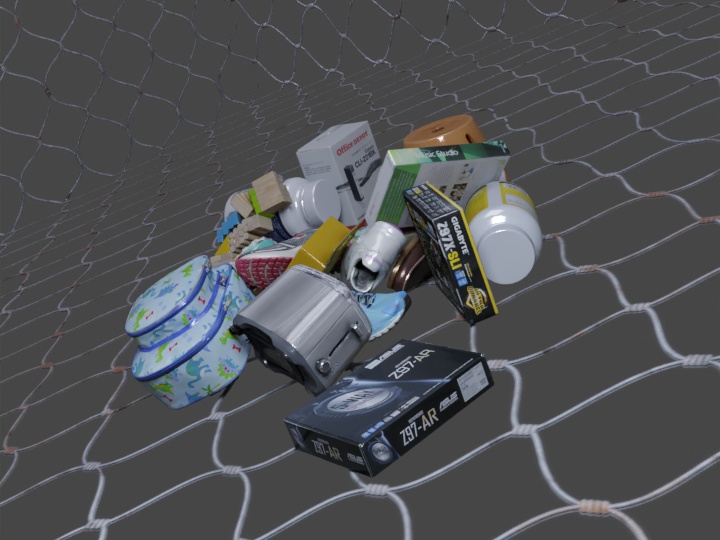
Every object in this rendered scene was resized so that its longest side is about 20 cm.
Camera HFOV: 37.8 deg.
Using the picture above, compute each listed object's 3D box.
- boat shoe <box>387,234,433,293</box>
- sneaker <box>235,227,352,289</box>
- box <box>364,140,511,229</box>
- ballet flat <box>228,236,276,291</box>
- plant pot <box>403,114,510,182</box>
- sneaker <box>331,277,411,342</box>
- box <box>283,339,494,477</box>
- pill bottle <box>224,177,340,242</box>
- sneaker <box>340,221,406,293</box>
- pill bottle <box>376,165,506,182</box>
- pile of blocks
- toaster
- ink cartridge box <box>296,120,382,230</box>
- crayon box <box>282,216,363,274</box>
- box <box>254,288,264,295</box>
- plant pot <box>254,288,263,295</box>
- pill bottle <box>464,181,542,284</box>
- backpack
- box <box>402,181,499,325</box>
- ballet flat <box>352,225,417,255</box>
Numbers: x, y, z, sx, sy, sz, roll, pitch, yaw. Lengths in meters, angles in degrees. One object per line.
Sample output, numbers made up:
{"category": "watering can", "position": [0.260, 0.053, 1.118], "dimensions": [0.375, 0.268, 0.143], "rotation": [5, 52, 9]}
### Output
{"category": "boat shoe", "position": [0.111, -0.024, 1.634], "dimensions": [0.070, 0.071, 0.200], "rotation": [29, 44, 13]}
{"category": "sneaker", "position": [-0.110, -0.025, 1.734], "dimensions": [0.199, 0.081, 0.075], "rotation": [-10, 50, -18]}
{"category": "box", "position": [0.116, -0.129, 1.599], "dimensions": [0.199, 0.145, 0.036], "rotation": [-8, 53, -25]}
{"category": "ballet flat", "position": [-0.207, 0.024, 1.749], "dimensions": [0.200, 0.076, 0.064], "rotation": [-43, 5, -25]}
{"category": "plant pot", "position": [0.165, -0.201, 1.969], "dimensions": [0.199, 0.141, 0.200], "rotation": [-19, 19, 7]}
{"category": "sneaker", "position": [-0.023, 0.054, 1.515], "dimensions": [0.199, 0.090, 0.078], "rotation": [-11, 20, 26]}
{"category": "box", "position": [0.033, 0.155, 1.235], "dimensions": [0.200, 0.044, 0.160], "rotation": [-31, 21, -29]}
{"category": "pill bottle", "position": [-0.138, -0.105, 1.889], "dimensions": [0.199, 0.112, 0.111], "rotation": [-10, 21, 35]}
{"category": "sneaker", "position": [0.000, 0.000, 1.592], "dimensions": [0.100, 0.075, 0.200], "rotation": [-57, 0, -29]}
{"category": "pill bottle", "position": [0.133, -0.135, 1.749], "dimensions": [0.199, 0.111, 0.111], "rotation": [0, 11, -19]}
{"category": "pile of blocks", "position": [-0.190, -0.081, 1.820], "dimensions": [0.200, 0.082, 0.062], "rotation": [-50, -25, 12]}
{"category": "toaster", "position": [-0.078, 0.075, 1.421], "dimensions": [0.129, 0.114, 0.200], "rotation": [-44, 35, -18]}
{"category": "ink cartridge box", "position": [-0.021, -0.159, 1.952], "dimensions": [0.083, 0.201, 0.144], "rotation": [-7, 22, 36]}
{"category": "crayon box", "position": [-0.080, 0.000, 1.621], "dimensions": [0.200, 0.051, 0.127], "rotation": [-54, -2, 32]}
{"category": "box", "position": [-0.161, 0.004, 1.866], "dimensions": [0.199, 0.060, 0.117], "rotation": [-11, 20, 29]}
{"category": "plant pot", "position": [-0.231, 0.088, 1.753], "dimensions": [0.199, 0.028, 0.200], "rotation": [-19, 19, 7]}
{"category": "pill bottle", "position": [0.207, -0.053, 1.535], "dimensions": [0.112, 0.112, 0.200], "rotation": [-17, 18, 11]}
{"category": "backpack", "position": [-0.252, 0.091, 1.534], "dimensions": [0.183, 0.147, 0.200], "rotation": [-30, 31, 19]}
{"category": "box", "position": [0.124, -0.028, 1.479], "dimensions": [0.049, 0.160, 0.200], "rotation": [-21, 17, -4]}
{"category": "ballet flat", "position": [0.050, -0.047, 1.777], "dimensions": [0.199, 0.069, 0.071], "rotation": [-18, 21, -5]}
